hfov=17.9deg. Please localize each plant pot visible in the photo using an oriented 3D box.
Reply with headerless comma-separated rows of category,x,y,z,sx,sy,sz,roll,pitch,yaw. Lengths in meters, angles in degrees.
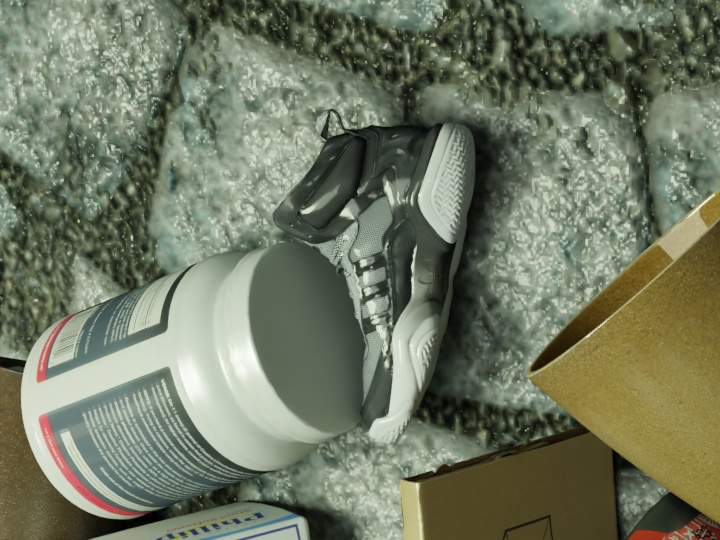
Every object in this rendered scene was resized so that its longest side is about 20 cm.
plant pot,-0.236,0.165,1.554,0.186,0.187,0.201,14,92,31
plant pot,0.224,0.066,1.227,0.200,0.186,0.186,47,122,1

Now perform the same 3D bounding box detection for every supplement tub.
supplement tub,-0.104,0.070,1.453,0.200,0.140,0.141,-21,88,35

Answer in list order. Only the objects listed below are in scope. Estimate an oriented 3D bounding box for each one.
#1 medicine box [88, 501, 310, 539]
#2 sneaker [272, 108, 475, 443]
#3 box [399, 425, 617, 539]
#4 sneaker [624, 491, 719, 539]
medicine box,-0.117,0.267,1.464,0.103,0.182,0.201,-3,98,64
sneaker,0.000,0.000,1.392,0.113,0.075,0.201,13,102,7
box,0.094,0.202,1.336,0.021,0.163,0.201,4,102,48
sneaker,0.159,0.226,1.292,0.108,0.201,0.067,38,156,16
